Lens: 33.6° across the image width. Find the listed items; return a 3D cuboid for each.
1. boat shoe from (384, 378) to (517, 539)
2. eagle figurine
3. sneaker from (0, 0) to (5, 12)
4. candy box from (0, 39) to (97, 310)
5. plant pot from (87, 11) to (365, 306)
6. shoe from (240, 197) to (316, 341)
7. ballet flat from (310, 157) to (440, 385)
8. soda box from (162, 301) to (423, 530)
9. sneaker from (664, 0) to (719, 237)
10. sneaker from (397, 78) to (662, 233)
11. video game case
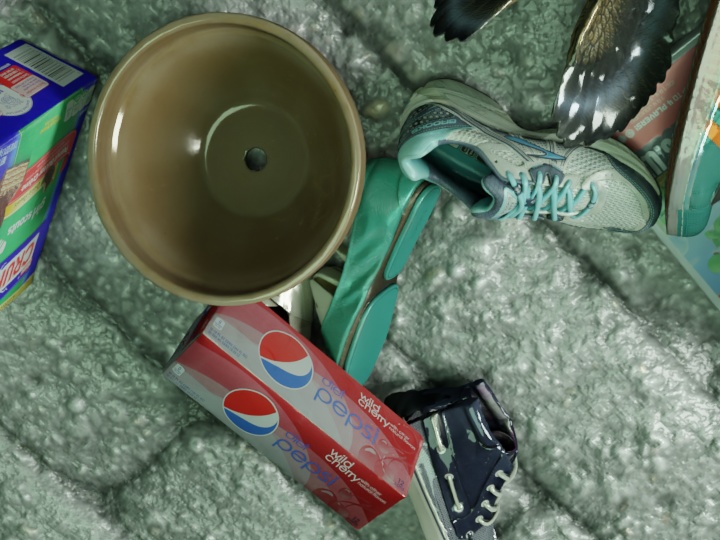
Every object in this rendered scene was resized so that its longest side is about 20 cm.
[{"bbox_3d":[0.096,0.182,0.980,0.092,0.075,0.201,-18,111,25],"label":"boat shoe"},{"bbox_3d":[0.151,-0.202,0.765,0.149,0.153,0.201,3,144,-25],"label":"eagle figurine"},{"bbox_3d":[-0.322,-0.269,0.843,0.111,0.078,0.203,-7,103,17],"label":"sneaker"},{"bbox_3d":[-0.285,-0.049,0.881,0.076,0.169,0.201,27,117,-1],"label":"candy box"},{"bbox_3d":[-0.087,-0.079,0.862,0.198,0.093,0.204,1,94,12],"label":"plant pot"},{"bbox_3d":[-0.070,0.038,0.952,0.069,0.054,0.202,0,115,9],"label":"shoe"},{"bbox_3d":[0.000,0.000,0.925,0.070,0.067,0.202,31,119,21],"label":"ballet flat"},{"bbox_3d":[-0.048,0.104,0.907,0.199,0.070,0.063,40,128,-11],"label":"soda box"},{"bbox_3d":[0.258,-0.110,0.798,0.079,0.071,0.202,13,115,7],"label":"sneaker"},{"bbox_3d":[0.115,-0.060,0.848,0.198,0.087,0.078,20,131,5],"label":"sneaker"},{"bbox_3d":[0.269,-0.072,0.864,0.143,0.017,0.200,-38,105,22],"label":"video game case"}]
